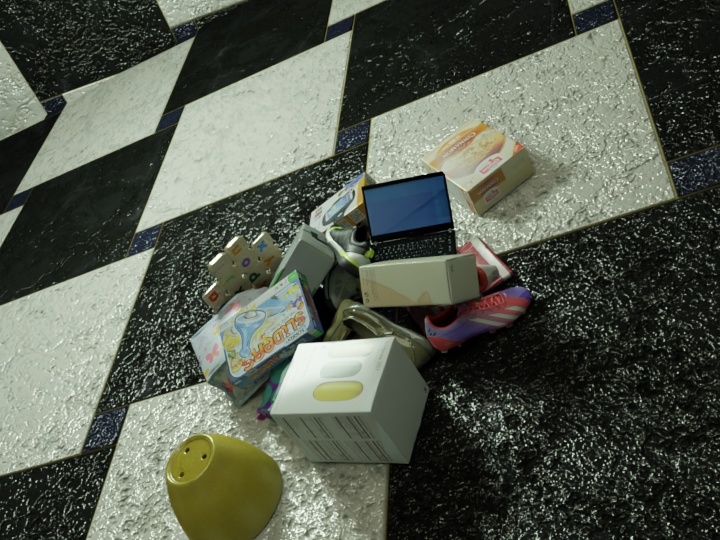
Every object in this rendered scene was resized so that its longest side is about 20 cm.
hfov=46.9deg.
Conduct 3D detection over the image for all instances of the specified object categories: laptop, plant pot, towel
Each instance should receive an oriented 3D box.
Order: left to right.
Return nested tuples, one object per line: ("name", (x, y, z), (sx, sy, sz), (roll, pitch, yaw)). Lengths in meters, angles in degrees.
("plant pot", (-0.257, 0.366, 1.439), (0.198, 0.142, 0.201), (-21, 39, 18))
("laptop", (0.093, -0.081, 1.630), (0.175, 0.104, 0.201), (-10, 42, 13))
("towel", (0.177, 0.026, 1.579), (0.199, 0.023, 0.144), (-35, 38, 0))

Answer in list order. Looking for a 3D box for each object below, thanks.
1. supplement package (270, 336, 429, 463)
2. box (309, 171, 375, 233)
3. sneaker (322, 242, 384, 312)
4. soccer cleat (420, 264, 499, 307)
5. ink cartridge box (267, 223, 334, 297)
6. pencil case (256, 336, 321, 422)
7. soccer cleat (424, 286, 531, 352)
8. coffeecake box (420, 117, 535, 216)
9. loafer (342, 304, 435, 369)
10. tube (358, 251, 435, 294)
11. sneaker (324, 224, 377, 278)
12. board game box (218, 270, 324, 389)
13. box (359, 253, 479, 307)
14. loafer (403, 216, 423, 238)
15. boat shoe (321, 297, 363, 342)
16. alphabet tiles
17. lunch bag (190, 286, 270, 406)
("supplement package", (-0.014, 0.221, 1.403), (0.198, 0.151, 0.153), (-7, 44, 32))
("box", (-0.052, -0.125, 1.867), (0.199, 0.041, 0.120), (-33, 31, 27))
("sneaker", (0.000, 0.000, 1.693), (0.114, 0.076, 0.201), (-10, 37, 31))
("soccer cleat", (0.165, 0.024, 1.529), (0.199, 0.069, 0.085), (-14, 3, 43))
("ink cartridge box", (-0.120, -0.002, 1.689), (0.147, 0.083, 0.200), (-59, 7, 9))
("pencil case", (-0.131, 0.184, 1.546), (0.092, 0.085, 0.202), (1, 67, 33))
("soccer cleat", (0.206, 0.073, 1.447), (0.199, 0.077, 0.067), (-26, 37, -1))
("coffeecake box", (0.245, -0.223, 1.755), (0.153, 0.073, 0.200), (-37, 37, -5))
("loafer", (0.039, 0.125, 1.509), (0.199, 0.075, 0.070), (23, 72, 32))
("tube", (0.090, -0.001, 1.656), (0.199, 0.052, 0.058), (-33, 76, -7))
("sneaker", (-0.009, -0.054, 1.630), (0.083, 0.071, 0.200), (-51, 29, 11))
("board game box", (-0.168, 0.109, 1.531), (0.199, 0.034, 0.136), (-35, 51, 17))
("box", (0.102, 0.019, 1.463), (0.199, 0.079, 0.094), (-4, 5, 44))
("loafer", (0.091, -0.119, 1.774), (0.070, 0.069, 0.200), (-21, 27, -19))
("boat shoe", (-0.034, 0.141, 1.582), (0.063, 0.074, 0.202), (16, 48, 10))
("alphabet tiles", (-0.239, 0.022, 1.754), (0.015, 0.201, 0.196), (25, 67, 43))
("lunch bag", (-0.225, 0.143, 1.677), (0.200, 0.127, 0.170), (-46, 35, 1))
